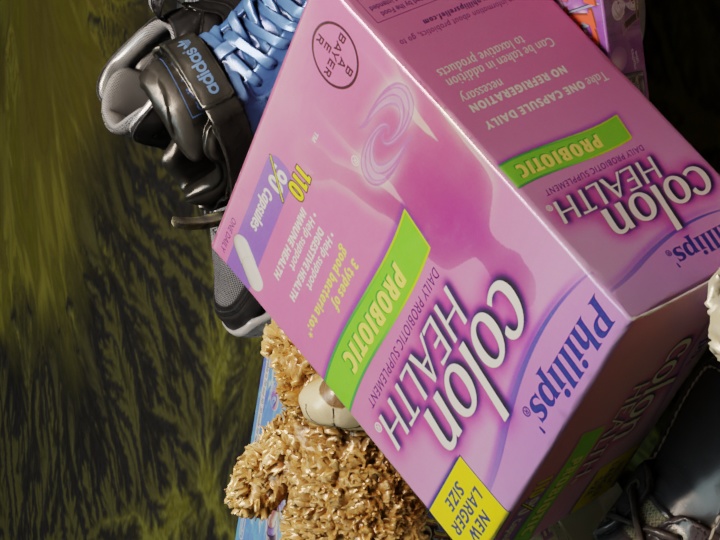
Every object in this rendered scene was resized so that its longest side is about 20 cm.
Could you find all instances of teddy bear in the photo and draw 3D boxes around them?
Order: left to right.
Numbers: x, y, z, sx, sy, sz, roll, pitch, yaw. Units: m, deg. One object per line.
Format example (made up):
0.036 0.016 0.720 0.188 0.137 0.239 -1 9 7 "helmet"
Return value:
-0.003 0.110 1.061 0.144 0.067 0.201 30 123 23 "teddy bear"

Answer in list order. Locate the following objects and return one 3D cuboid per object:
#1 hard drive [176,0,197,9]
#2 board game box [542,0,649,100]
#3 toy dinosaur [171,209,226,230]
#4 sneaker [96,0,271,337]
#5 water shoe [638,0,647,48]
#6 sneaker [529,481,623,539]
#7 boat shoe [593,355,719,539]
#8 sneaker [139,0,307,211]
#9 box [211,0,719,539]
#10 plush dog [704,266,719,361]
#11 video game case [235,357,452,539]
-0.072 -0.180 1.183 0.140 0.033 0.201 -104 17 -45 "hard drive"
0.074 -0.095 0.952 0.119 0.032 0.202 10 118 43 "board game box"
0.000 0.000 1.091 0.088 0.198 0.048 120 160 -70 "toy dinosaur"
-0.081 -0.059 1.115 0.075 0.113 0.202 43 129 53 "sneaker"
0.077 -0.177 1.026 0.072 0.078 0.201 -51 48 49 "water shoe"
0.068 0.188 1.025 0.074 0.099 0.202 19 111 32 "sneaker"
0.133 0.126 0.942 0.072 0.064 0.201 54 135 50 "boat shoe"
-0.043 -0.103 0.995 0.077 0.110 0.201 59 152 30 "sneaker"
0.049 -0.012 0.926 0.200 0.096 0.176 49 140 20 "box"
0.224 0.064 0.694 0.161 0.198 0.173 71 -174 -52 "plush dog"
-0.007 0.123 1.191 0.181 0.045 0.202 37 122 55 "video game case"
